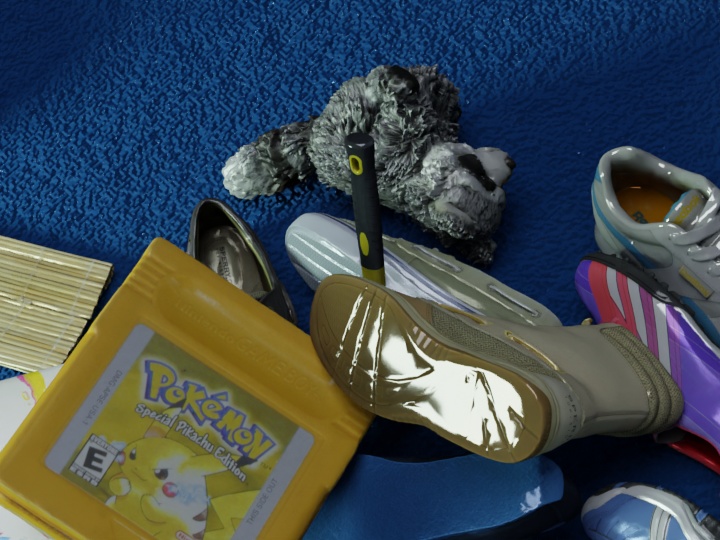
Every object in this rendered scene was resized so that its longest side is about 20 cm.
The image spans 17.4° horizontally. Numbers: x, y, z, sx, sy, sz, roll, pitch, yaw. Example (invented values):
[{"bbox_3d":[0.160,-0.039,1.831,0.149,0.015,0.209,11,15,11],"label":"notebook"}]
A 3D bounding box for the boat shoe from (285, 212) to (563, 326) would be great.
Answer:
[{"bbox_3d":[0.041,0.017,1.537,0.200,0.072,0.062,33,55,21],"label":"boat shoe"}]

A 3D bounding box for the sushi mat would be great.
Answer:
[{"bbox_3d":[-0.274,0.014,1.649,0.200,0.012,0.096,14,61,23],"label":"sushi mat"}]

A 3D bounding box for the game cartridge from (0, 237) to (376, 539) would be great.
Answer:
[{"bbox_3d":[-0.101,0.099,1.400,0.176,0.032,0.200,33,59,-2],"label":"game cartridge"}]

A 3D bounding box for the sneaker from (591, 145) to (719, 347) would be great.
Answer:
[{"bbox_3d":[0.223,-0.006,1.484,0.200,0.081,0.077,34,70,30],"label":"sneaker"}]

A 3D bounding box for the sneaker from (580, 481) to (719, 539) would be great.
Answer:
[{"bbox_3d":[0.196,0.196,1.360,0.077,0.076,0.200,-40,55,-17],"label":"sneaker"}]

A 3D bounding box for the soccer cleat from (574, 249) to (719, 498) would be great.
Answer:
[{"bbox_3d":[0.190,0.064,1.458,0.073,0.068,0.200,-41,59,-8],"label":"soccer cleat"}]

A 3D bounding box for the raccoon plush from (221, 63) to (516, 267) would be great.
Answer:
[{"bbox_3d":[0.012,-0.047,1.591,0.200,0.097,0.134,-29,63,32],"label":"raccoon plush"}]

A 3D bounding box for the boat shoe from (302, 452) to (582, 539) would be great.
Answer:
[{"bbox_3d":[0.040,0.155,1.433,0.200,0.069,0.084,-3,68,33],"label":"boat shoe"}]

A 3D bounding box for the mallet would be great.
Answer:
[{"bbox_3d":[0.000,0.000,1.479,0.066,0.200,0.041,11,38,34],"label":"mallet"}]

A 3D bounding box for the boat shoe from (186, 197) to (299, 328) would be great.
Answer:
[{"bbox_3d":[-0.077,0.039,1.547,0.073,0.065,0.200,-25,55,-3],"label":"boat shoe"}]

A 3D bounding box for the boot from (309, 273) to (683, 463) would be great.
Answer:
[{"bbox_3d":[0.081,0.053,1.425,0.200,0.155,0.073,24,109,40],"label":"boot"}]

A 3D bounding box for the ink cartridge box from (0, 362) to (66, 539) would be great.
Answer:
[{"bbox_3d":[-0.179,0.122,1.444,0.200,0.067,0.116,-16,68,4],"label":"ink cartridge box"}]
